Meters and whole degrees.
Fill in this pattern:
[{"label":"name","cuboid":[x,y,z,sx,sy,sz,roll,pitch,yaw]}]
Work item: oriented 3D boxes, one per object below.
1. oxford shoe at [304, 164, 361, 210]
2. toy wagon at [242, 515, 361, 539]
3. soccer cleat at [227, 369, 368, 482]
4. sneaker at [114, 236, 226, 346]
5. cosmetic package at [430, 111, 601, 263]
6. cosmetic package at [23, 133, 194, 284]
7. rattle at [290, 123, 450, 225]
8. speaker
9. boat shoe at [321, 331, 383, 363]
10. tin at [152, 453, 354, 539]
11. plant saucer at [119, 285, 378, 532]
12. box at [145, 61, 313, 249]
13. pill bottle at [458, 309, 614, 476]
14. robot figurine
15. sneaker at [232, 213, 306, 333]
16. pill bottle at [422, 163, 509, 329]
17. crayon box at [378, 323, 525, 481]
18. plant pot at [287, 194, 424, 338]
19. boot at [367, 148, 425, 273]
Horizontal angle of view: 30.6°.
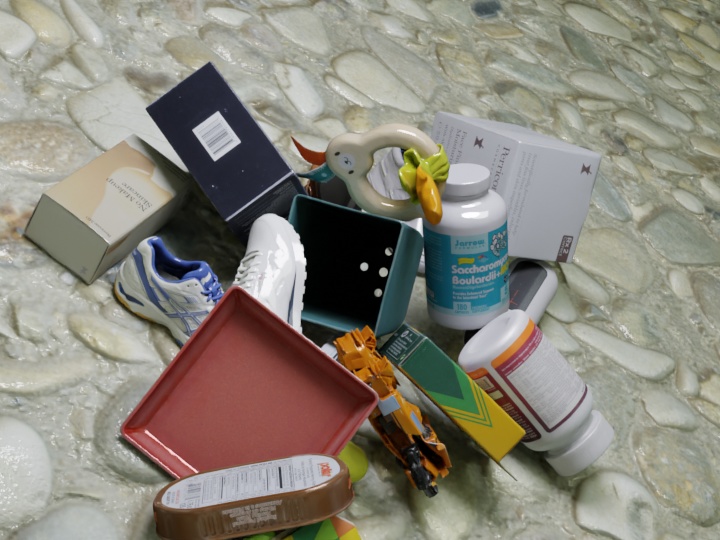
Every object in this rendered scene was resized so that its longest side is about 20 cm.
[{"label":"oxford shoe","cuboid":[-0.050,-0.101,1.740,0.071,0.200,0.071,29,75,15]},{"label":"toy wagon","cuboid":[-0.059,0.318,1.276,0.200,0.040,0.156,-23,87,-51]},{"label":"soccer cleat","cuboid":[-0.075,0.171,1.445,0.200,0.084,0.065,29,39,-6]},{"label":"sneaker","cuboid":[-0.185,0.039,1.513,0.200,0.088,0.075,31,33,-8]},{"label":"cosmetic package","cuboid":[0.207,-0.121,1.896,0.165,0.166,0.200,5,14,-35]},{"label":"cosmetic package","cuboid":[-0.297,-0.078,1.573,0.105,0.071,0.200,37,35,2]},{"label":"rattle","cuboid":[0.001,-0.101,1.564,0.199,0.130,0.143,14,47,0]},{"label":"speaker","cuboid":[0.210,0.057,1.822,0.081,0.081,0.200,37,35,4]},{"label":"boat shoe","cuboid":[-0.022,0.124,1.557,0.071,0.072,0.200,33,32,6]},{"label":"tin","cuboid":[-0.106,0.224,1.300,0.199,0.042,0.112,-10,16,-3]},{"label":"plant saucer","cuboid":[-0.116,0.153,1.388,0.200,0.200,0.037,37,-7,5]},{"label":"box","cuboid":[-0.151,-0.124,1.643,0.200,0.104,0.182,53,-2,25]},{"label":"pill bottle","cuboid":[0.223,0.156,1.658,0.200,0.109,0.110,50,34,-9]},{"label":"robot figurine","cuboid":[0.041,0.165,1.485,0.200,0.058,0.145,58,1,-31]},{"label":"sneaker","cuboid":[-0.114,0.024,1.499,0.080,0.076,0.201,13,62,-34]},{"label":"pill bottle","cuboid":[0.136,-0.033,1.697,0.110,0.201,0.111,-4,26,2]},{"label":"crayon box","cuboid":[0.118,0.153,1.565,0.200,0.052,0.126,45,-3,-11]},{"label":"plant pot","cuboid":[0.000,0.000,1.623,0.141,0.142,0.200,15,2,18]},{"label":"boot","cuboid":[0.072,-0.097,1.877,0.073,0.096,0.200,4,45,-36]}]
